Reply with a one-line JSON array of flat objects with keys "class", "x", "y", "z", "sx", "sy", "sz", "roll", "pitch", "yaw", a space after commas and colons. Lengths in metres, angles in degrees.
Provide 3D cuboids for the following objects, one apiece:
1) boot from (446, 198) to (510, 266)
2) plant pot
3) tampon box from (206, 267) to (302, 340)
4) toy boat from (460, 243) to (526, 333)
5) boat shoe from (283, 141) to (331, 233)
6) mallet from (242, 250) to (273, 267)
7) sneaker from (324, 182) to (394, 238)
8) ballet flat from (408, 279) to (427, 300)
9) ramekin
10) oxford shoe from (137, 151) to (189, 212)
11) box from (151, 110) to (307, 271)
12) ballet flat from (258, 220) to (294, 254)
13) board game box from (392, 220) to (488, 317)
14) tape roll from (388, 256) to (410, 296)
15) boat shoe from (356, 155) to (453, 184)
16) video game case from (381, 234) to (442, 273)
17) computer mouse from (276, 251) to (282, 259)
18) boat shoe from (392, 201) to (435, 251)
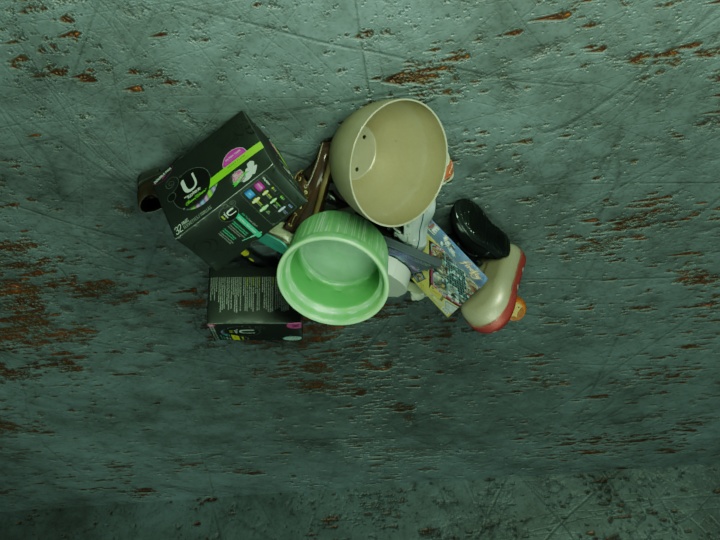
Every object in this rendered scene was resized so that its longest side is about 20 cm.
[{"class": "boot", "x": 0.187, "y": -0.060, "z": 1.733, "sx": 0.161, "sy": 0.074, "sz": 0.198, "roll": -15, "pitch": 146, "yaw": 35}, {"class": "plant pot", "x": 0.024, "y": -0.183, "z": 1.415, "sx": 0.199, "sy": 0.202, "sz": 0.134, "roll": 28, "pitch": 176, "yaw": -40}, {"class": "tampon box", "x": -0.221, "y": 0.074, "z": 1.875, "sx": 0.197, "sy": 0.128, "sz": 0.150, "roll": 0, "pitch": 162, "yaw": -2}, {"class": "toy boat", "x": 0.289, "y": 0.052, "z": 1.781, "sx": 0.131, "sy": 0.201, "sz": 0.130, "roll": 44, "pitch": 134, "yaw": -19}, {"class": "boat shoe", "x": -0.091, "y": -0.141, "z": 1.544, "sx": 0.070, "sy": 0.071, "sz": 0.201, "roll": 19, "pitch": 126, "yaw": 1}, {"class": "mallet", "x": -0.231, "y": -0.040, "z": 1.794, "sx": 0.065, "sy": 0.042, "sz": 0.199, "roll": -16, "pitch": 151, "yaw": 32}, {"class": "sneaker", "x": -0.017, "y": -0.105, "z": 1.625, "sx": 0.197, "sy": 0.087, "sz": 0.081, "roll": 2, "pitch": 149, "yaw": -4}, {"class": "ballet flat", "x": 0.099, "y": 0.028, "z": 1.844, "sx": 0.198, "sy": 0.070, "sz": 0.070, "roll": 13, "pitch": 155, "yaw": 18}, {"class": "ramekin", "x": -0.042, "y": -0.009, "z": 1.541, "sx": 0.197, "sy": 0.098, "sz": 0.202, "roll": 5, "pitch": 131, "yaw": 6}, {"class": "oxford shoe", "x": -0.316, "y": -0.150, "z": 1.545, "sx": 0.199, "sy": 0.085, "sz": 0.073, "roll": -22, "pitch": 143, "yaw": 30}, {"class": "box", "x": -0.217, "y": -0.131, "z": 1.445, "sx": 0.199, "sy": 0.149, "sz": 0.124, "roll": -37, "pitch": 143, "yaw": 6}, {"class": "ballet flat", "x": -0.194, "y": -0.090, "z": 1.656, "sx": 0.198, "sy": 0.063, "sz": 0.068, "roll": 27, "pitch": 151, "yaw": 17}, {"class": "board game box", "x": 0.142, "y": -0.016, "z": 1.711, "sx": 0.200, "sy": 0.035, "sz": 0.136, "roll": 47, "pitch": 144, "yaw": 5}, {"class": "tape roll", "x": 0.000, "y": 0.000, "z": 1.696, "sx": 0.200, "sy": 0.037, "sz": 0.203, "roll": 15, "pitch": 164, "yaw": 4}, {"class": "boat shoe", "x": 0.067, "y": -0.166, "z": 1.541, "sx": 0.198, "sy": 0.072, "sz": 0.063, "roll": -11, "pitch": 152, "yaw": 11}, {"class": "video game case", "x": 0.048, "y": -0.025, "z": 1.674, "sx": 0.142, "sy": 0.019, "sz": 0.200, "roll": 21, "pitch": 164, "yaw": -22}, {"class": "computer mouse", "x": -0.062, "y": -0.026, "z": 1.810, "sx": 0.199, "sy": 0.053, "sz": 0.138, "roll": 33, "pitch": 138, "yaw": -28}, {"class": "boat shoe", "x": 0.086, "y": -0.090, "z": 1.581, "sx": 0.066, "sy": 0.074, "sz": 0.201, "roll": -8, "pitch": 152, "yaw": -9}]
